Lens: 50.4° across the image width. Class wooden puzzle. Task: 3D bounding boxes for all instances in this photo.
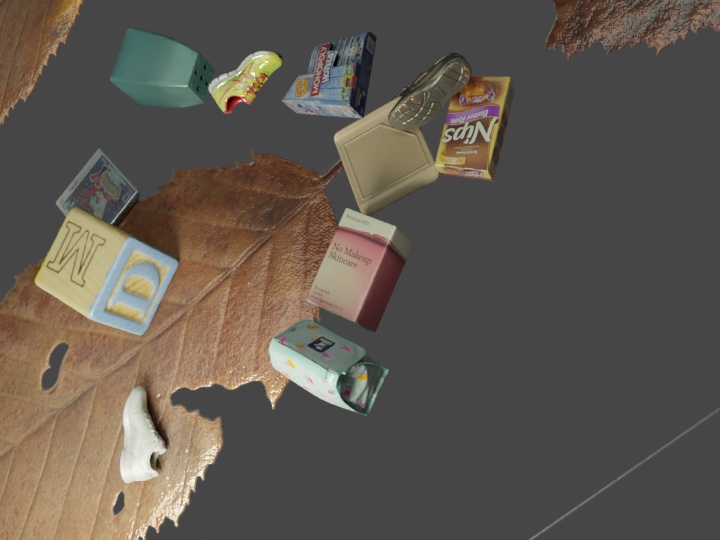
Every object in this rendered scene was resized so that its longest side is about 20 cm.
[{"bbox_3d":[0.054,-0.239,1.609,0.183,0.037,0.203,-27,70,14],"label":"wooden puzzle"}]

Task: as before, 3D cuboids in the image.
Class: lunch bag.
[{"bbox_3d":[-0.063,0.179,1.439,0.168,0.200,0.124,25,85,28],"label":"lunch bag"}]

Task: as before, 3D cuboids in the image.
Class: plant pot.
[{"bbox_3d":[-0.467,-0.480,1.852,0.196,0.141,0.144,13,80,19],"label":"plant pot"}]

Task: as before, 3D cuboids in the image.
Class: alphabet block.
[{"bbox_3d":[-0.566,0.003,1.721,0.198,0.195,0.199,24,83,26],"label":"alphabet block"}]

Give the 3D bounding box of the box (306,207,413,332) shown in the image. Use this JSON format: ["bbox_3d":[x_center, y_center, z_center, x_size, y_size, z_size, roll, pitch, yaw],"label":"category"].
[{"bbox_3d":[0.000,0.000,1.516,0.126,0.109,0.203,21,84,28],"label":"box"}]

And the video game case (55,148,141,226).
[{"bbox_3d":[-0.656,-0.180,1.908,0.200,0.023,0.183,42,94,28],"label":"video game case"}]

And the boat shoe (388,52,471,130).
[{"bbox_3d":[0.139,-0.362,1.552,0.199,0.074,0.074,-34,34,22],"label":"boat shoe"}]

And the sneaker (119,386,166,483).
[{"bbox_3d":[-0.463,0.351,1.650,0.097,0.075,0.204,-4,72,3],"label":"sneaker"}]

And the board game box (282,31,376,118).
[{"bbox_3d":[-0.073,-0.422,1.685,0.197,0.061,0.204,-4,69,34],"label":"board game box"}]

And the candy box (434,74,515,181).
[{"bbox_3d":[0.230,-0.287,1.531,0.115,0.056,0.204,10,80,25],"label":"candy box"}]

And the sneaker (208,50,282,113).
[{"bbox_3d":[-0.258,-0.435,1.786,0.198,0.078,0.092,-28,73,20],"label":"sneaker"}]
